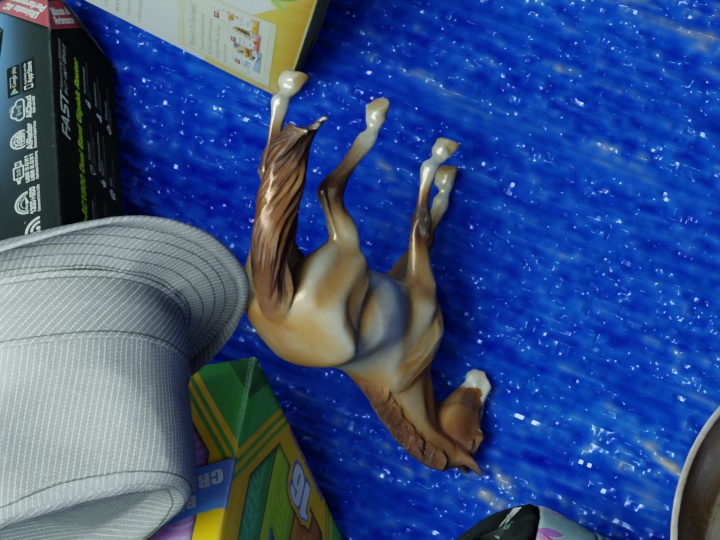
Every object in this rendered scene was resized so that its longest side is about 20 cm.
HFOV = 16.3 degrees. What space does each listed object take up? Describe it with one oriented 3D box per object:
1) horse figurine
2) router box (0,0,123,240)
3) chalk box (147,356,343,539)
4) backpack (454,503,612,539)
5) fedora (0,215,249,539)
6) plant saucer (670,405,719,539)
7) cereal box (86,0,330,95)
[{"bbox_3d":[0.000,0.000,1.023,0.050,0.200,0.133,6,78,30],"label":"horse figurine"},{"bbox_3d":[-0.180,-0.015,1.084,0.149,0.062,0.201,-23,46,14],"label":"router box"},{"bbox_3d":[-0.089,0.153,1.011,0.123,0.125,0.200,-10,39,15],"label":"chalk box"},{"bbox_3d":[0.058,0.195,1.010,0.126,0.167,0.201,28,93,-7],"label":"backpack"},{"bbox_3d":[-0.129,0.065,0.932,0.199,0.177,0.091,-16,66,3],"label":"fedora"},{"bbox_3d":[0.214,0.122,0.979,0.199,0.035,0.201,4,60,-7],"label":"plant saucer"},{"bbox_3d":[-0.105,-0.152,1.053,0.199,0.144,0.040,27,73,-1],"label":"cereal box"}]
